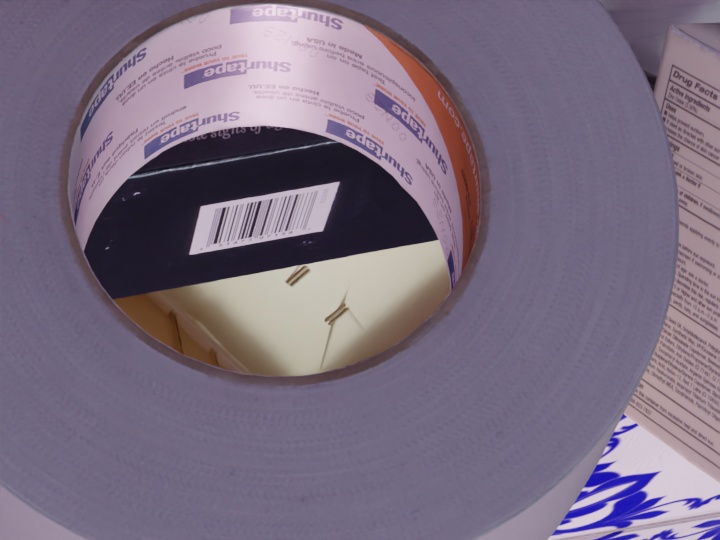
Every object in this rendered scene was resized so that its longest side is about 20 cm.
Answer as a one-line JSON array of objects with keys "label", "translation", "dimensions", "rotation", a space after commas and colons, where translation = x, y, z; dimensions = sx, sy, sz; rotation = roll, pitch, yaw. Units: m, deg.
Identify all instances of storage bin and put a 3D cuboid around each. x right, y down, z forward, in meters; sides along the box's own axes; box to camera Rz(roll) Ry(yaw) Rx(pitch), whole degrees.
[{"label": "storage bin", "translation": [0.000, 0.000, 1.078], "dimensions": [0.198, 0.094, 0.200], "rotation": [-41, 115, 10]}]

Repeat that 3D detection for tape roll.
[{"label": "tape roll", "translation": [-0.023, -0.007, 0.570], "dimensions": [0.199, 0.201, 0.066], "rotation": [-13, 157, -11]}]

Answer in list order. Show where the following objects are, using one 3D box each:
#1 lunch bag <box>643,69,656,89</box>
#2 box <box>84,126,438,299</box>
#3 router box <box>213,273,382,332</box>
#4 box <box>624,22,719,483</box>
[{"label": "lunch bag", "translation": [0.093, -0.038, 1.209], "dimensions": [0.199, 0.118, 0.164], "rotation": [16, 144, -41]}, {"label": "box", "translation": [-0.064, -0.099, 0.867], "dimensions": [0.199, 0.183, 0.104], "rotation": [-11, 156, -17]}, {"label": "router box", "translation": [-0.103, 0.028, 1.212], "dimensions": [0.178, 0.049, 0.200], "rotation": [16, 147, -15]}, {"label": "box", "translation": [0.207, -0.009, 1.103], "dimensions": [0.108, 0.128, 0.201], "rotation": [-7, 119, -35]}]
